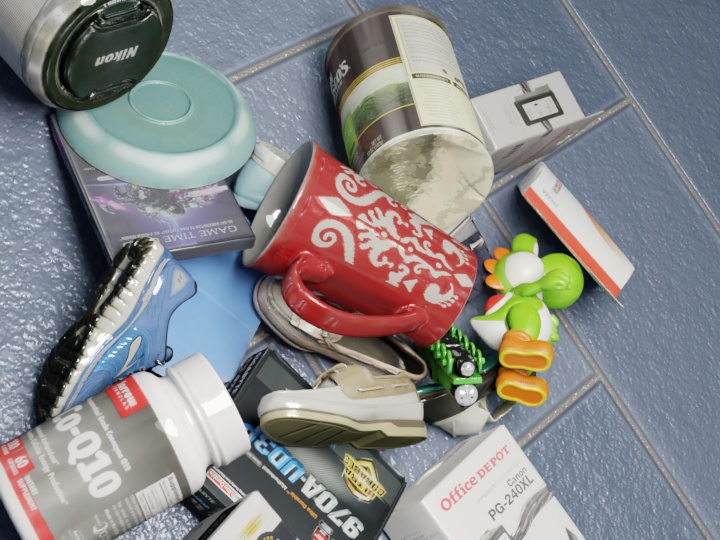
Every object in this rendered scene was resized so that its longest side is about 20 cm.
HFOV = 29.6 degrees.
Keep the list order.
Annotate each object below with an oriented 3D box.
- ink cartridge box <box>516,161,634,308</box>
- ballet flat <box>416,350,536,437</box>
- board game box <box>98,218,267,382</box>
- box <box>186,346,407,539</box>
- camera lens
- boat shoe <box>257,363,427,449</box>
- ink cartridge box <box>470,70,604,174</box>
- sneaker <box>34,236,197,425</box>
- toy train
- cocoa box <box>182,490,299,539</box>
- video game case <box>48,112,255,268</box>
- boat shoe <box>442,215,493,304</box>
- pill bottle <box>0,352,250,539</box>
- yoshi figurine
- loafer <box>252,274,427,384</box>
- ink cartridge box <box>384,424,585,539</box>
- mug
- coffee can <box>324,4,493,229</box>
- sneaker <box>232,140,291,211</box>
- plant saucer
[{"bbox_3d":[0.247,-0.046,1.540,0.050,0.200,0.162,-41,94,6],"label":"ink cartridge box"},{"bbox_3d":[0.121,0.133,1.437,0.199,0.068,0.069,-20,91,-38],"label":"ballet flat"},{"bbox_3d":[-0.170,0.019,1.321,0.158,0.039,0.201,38,55,-20],"label":"board game box"},{"bbox_3d":[-0.065,0.197,1.281,0.200,0.046,0.159,46,51,-15],"label":"box"},{"bbox_3d":[-0.284,-0.262,1.274,0.159,0.161,0.200,-25,61,-38],"label":"camera lens"},{"bbox_3d":[-0.020,0.125,1.272,0.199,0.074,0.069,13,62,-46],"label":"boat shoe"},{"bbox_3d":[0.176,-0.165,1.583,0.199,0.116,0.068,-21,80,-39],"label":"ink cartridge box"},{"bbox_3d":[-0.211,0.075,1.199,0.089,0.078,0.201,35,91,-28],"label":"sneaker"},{"bbox_3d":[0.086,0.088,1.366,0.041,0.200,0.057,-1,101,-8],"label":"toy train"},{"bbox_3d":[-0.130,0.311,1.140,0.131,0.133,0.200,48,51,-4],"label":"cocoa box"},{"bbox_3d":[-0.201,-0.086,1.303,0.141,0.019,0.201,-10,52,-27],"label":"video game case"},{"bbox_3d":[0.076,0.012,1.459,0.200,0.074,0.093,-41,99,-38],"label":"boat shoe"},{"bbox_3d":[-0.201,0.156,1.141,0.199,0.114,0.115,-29,84,-15],"label":"pill bottle"},{"bbox_3d":[0.194,0.042,1.446,0.112,0.112,0.201,42,37,-29],"label":"yoshi figurine"},{"bbox_3d":[-0.015,0.058,1.364,0.199,0.063,0.073,35,58,-27],"label":"loafer"},{"bbox_3d":[0.136,0.279,1.361,0.145,0.083,0.201,-35,89,-39],"label":"ink cartridge box"},{"bbox_3d":[-0.004,0.001,1.309,0.199,0.133,0.179,29,65,-17],"label":"mug"},{"bbox_3d":[0.049,-0.161,1.443,0.145,0.147,0.201,12,43,-28],"label":"coffee can"},{"bbox_3d":[-0.055,-0.058,1.424,0.199,0.082,0.074,32,11,-33],"label":"sneaker"},{"bbox_3d":[-0.198,-0.159,1.344,0.198,0.028,0.202,9,45,-9],"label":"plant saucer"}]
